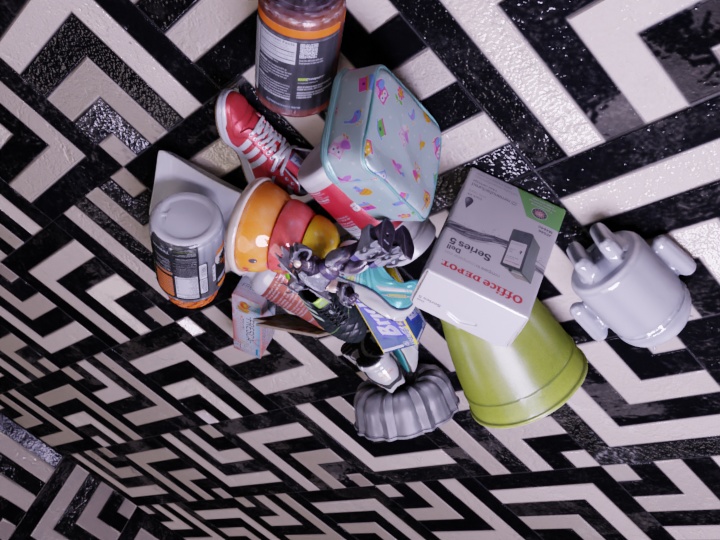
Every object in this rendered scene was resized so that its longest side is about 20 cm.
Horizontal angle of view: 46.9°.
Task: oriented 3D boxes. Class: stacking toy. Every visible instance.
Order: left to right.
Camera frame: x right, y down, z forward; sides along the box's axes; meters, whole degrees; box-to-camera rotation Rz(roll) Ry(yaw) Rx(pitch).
[{"bbox_3d":[-0.080,-0.041,1.188,0.200,0.146,0.146,17,144,13],"label":"stacking toy"}]

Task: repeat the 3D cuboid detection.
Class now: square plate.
[{"bbox_3d":[-0.264,-0.108,1.432,0.200,0.028,0.198,28,145,-2],"label":"square plate"}]

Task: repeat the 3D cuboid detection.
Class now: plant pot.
[{"bbox_3d":[0.215,0.101,1.268,0.200,0.200,0.193,-13,117,42],"label":"plant pot"}]

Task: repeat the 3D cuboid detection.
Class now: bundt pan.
[{"bbox_3d":[0.076,0.229,1.511,0.202,0.202,0.076,-5,109,37],"label":"bundt pan"}]

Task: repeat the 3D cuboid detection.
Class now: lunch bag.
[{"bbox_3d":[0.031,-0.157,1.044,0.077,0.161,0.200,-3,160,29],"label":"lunch bag"}]

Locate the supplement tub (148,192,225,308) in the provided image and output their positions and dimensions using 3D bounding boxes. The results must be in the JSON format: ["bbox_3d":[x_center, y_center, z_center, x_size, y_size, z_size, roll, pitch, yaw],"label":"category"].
[{"bbox_3d":[-0.294,-0.028,1.422,0.122,0.123,0.200,22,145,7],"label":"supplement tub"}]

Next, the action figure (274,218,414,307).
[{"bbox_3d":[-0.030,-0.007,1.108,0.200,0.069,0.130,-25,142,32],"label":"action figure"}]

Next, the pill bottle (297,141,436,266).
[{"bbox_3d":[0.014,-0.101,1.187,0.200,0.112,0.112,44,141,-23],"label":"pill bottle"}]

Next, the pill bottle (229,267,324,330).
[{"bbox_3d":[-0.112,0.010,1.397,0.200,0.112,0.112,30,145,-12],"label":"pill bottle"}]

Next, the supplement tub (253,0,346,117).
[{"bbox_3d":[-0.074,-0.291,1.011,0.107,0.107,0.200,23,144,6],"label":"supplement tub"}]

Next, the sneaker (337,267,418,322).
[{"bbox_3d":[0.000,0.000,1.260,0.200,0.080,0.078,31,-176,8],"label":"sneaker"}]

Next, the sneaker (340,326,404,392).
[{"bbox_3d":[0.021,0.160,1.475,0.080,0.074,0.200,51,180,-18],"label":"sneaker"}]

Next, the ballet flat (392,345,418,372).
[{"bbox_3d":[0.064,0.102,1.454,0.069,0.069,0.200,-5,134,37],"label":"ballet flat"}]

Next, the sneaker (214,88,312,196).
[{"bbox_3d":[-0.132,-0.183,1.214,0.112,0.071,0.200,13,150,26],"label":"sneaker"}]

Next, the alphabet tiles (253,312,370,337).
[{"bbox_3d":[-0.084,0.097,1.484,0.200,0.166,0.006,7,97,31],"label":"alphabet tiles"}]

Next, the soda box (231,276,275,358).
[{"bbox_3d":[-0.205,0.087,1.605,0.064,0.068,0.200,22,145,7],"label":"soda box"}]

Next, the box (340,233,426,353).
[{"bbox_3d":[0.029,0.032,1.339,0.070,0.064,0.200,-19,112,29],"label":"box"}]

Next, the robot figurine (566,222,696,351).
[{"bbox_3d":[0.366,0.025,1.119,0.170,0.113,0.200,-40,111,22],"label":"robot figurine"}]

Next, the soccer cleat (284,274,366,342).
[{"bbox_3d":[-0.058,0.050,1.308,0.067,0.081,0.200,-38,112,5],"label":"soccer cleat"}]

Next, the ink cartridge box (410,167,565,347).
[{"bbox_3d":[0.172,-0.020,1.110,0.145,0.200,0.084,25,145,2],"label":"ink cartridge box"}]
